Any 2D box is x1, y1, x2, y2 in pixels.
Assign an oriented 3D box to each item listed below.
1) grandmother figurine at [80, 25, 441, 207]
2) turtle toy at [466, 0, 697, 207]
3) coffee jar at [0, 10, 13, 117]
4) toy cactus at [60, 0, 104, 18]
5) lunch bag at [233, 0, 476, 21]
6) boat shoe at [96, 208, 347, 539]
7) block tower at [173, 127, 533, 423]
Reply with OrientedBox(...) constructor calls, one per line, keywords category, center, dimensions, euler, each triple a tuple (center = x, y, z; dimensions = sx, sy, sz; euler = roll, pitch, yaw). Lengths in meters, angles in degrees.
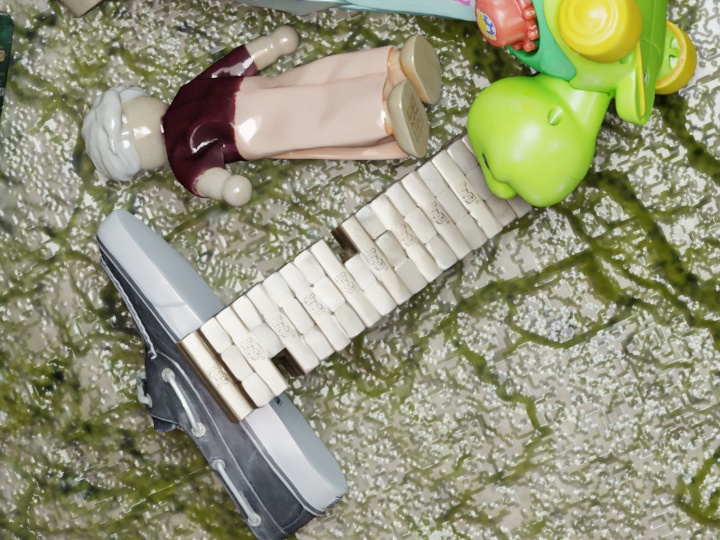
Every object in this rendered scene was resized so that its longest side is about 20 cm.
OrientedBox(category="grandmother figurine", center=(-0.061, -0.079, 1.259), dimensions=(0.198, 0.122, 0.061), euler=(-5, 128, 22))
OrientedBox(category="turtle toy", center=(0.107, -0.132, 1.189), dimensions=(0.100, 0.146, 0.202), euler=(4, 86, 23))
OrientedBox(category="coffee jar", center=(-0.248, -0.049, 1.285), dimensions=(0.085, 0.104, 0.202), euler=(10, 96, 13))
OrientedBox(category="toy cactus", center=(-0.188, -0.216, 1.277), dimensions=(0.199, 0.102, 0.166), euler=(-36, 97, 1))
OrientedBox(category="lunch bag", center=(-0.022, -0.219, 1.223), dimensions=(0.198, 0.122, 0.172), euler=(6, 94, 5))
OrientedBox(category="boat shoe", center=(-0.091, 0.061, 1.282), dimensions=(0.068, 0.072, 0.200), euler=(-37, 93, 9))
OrientedBox(category="block tower", center=(0.000, 0.000, 1.231), dimensions=(0.200, 0.054, 0.058), euler=(-38, 93, -11))
